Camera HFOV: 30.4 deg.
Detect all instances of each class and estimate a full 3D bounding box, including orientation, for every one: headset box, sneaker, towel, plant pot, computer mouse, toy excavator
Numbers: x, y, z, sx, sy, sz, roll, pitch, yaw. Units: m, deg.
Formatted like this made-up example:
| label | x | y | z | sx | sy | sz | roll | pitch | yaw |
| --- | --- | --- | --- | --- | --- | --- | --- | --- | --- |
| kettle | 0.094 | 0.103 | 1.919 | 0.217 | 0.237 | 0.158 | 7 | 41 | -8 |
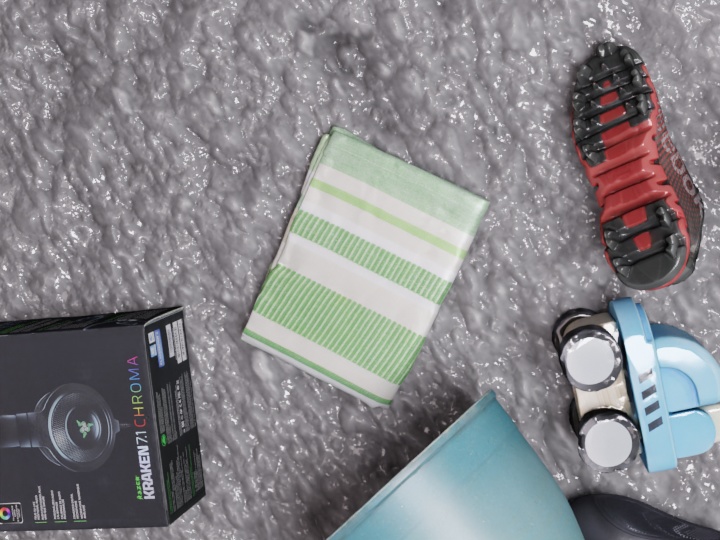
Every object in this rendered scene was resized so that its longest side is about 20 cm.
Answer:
| label | x | y | z | sx | sy | sz | roll | pitch | yaw |
| --- | --- | --- | --- | --- | --- | --- | --- | --- | --- |
| headset box | -0.251 | 0.130 | 1.158 | 0.198 | 0.093 | 0.176 | -4 | 96 | 15 |
| sneaker | 0.216 | -0.076 | 1.023 | 0.070 | 0.098 | 0.203 | -20 | 69 | 28 |
| towel | 0.000 | 0.000 | 1.113 | 0.151 | 0.023 | 0.202 | 26 | 102 | 9 |
| plant pot | 0.089 | 0.229 | 1.023 | 0.200 | 0.200 | 0.188 | -44 | 83 | 16 |
| computer mouse | 0.249 | 0.236 | 1.048 | 0.198 | 0.053 | 0.140 | 12 | 125 | 16 |
| toy excavator | 0.263 | 0.108 | 1.029 | 0.198 | 0.100 | 0.197 | -13 | 96 | 7 |
